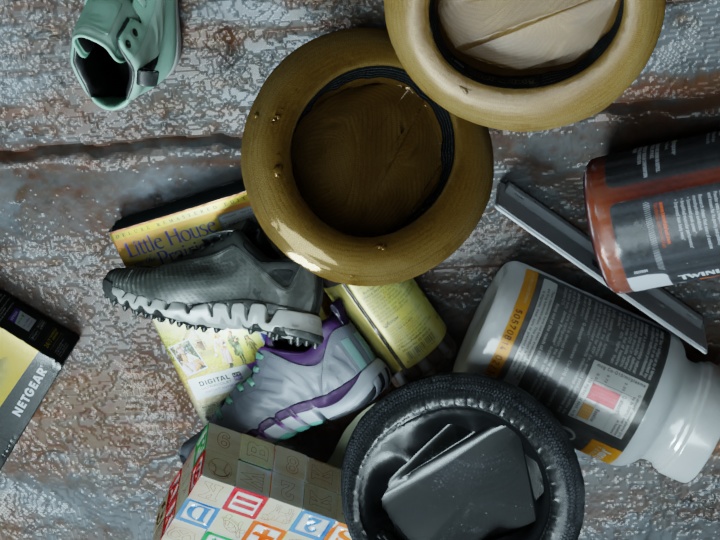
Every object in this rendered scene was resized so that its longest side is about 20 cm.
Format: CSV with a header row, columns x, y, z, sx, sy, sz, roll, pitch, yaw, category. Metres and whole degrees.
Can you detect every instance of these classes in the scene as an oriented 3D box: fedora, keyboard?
x,y,z,sx,sy,sz,roll,pitch,yaw,category
0.087,0.162,1.477,0.200,0.092,0.201,3,98,26,fedora
-0.001,-0.078,1.444,0.200,0.201,0.082,34,159,-7,fedora
0.119,-0.198,1.396,0.200,0.082,0.201,4,117,8,fedora
0.186,-0.002,1.497,0.200,0.056,0.011,34,117,-7,keyboard

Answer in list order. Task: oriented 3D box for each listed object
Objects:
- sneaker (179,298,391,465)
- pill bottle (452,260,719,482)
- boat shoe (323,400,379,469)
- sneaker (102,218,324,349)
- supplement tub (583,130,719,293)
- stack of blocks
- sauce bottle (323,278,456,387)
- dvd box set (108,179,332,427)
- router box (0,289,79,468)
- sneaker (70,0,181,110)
x,y,z,sx,sy,sz,roll,pitch,yaw,category
-0.073,0.092,1.558,0.200,0.074,0.088,-26,96,24,sneaker
0.180,0.082,1.507,0.200,0.116,0.117,25,118,-1,pill bottle
0.014,0.160,1.602,0.071,0.063,0.200,52,122,15,boat shoe
-0.110,0.003,1.519,0.200,0.066,0.091,8,83,29,sneaker
0.270,-0.050,1.428,0.200,0.107,0.107,-11,114,17,supplement tub
-0.054,0.208,1.553,0.200,0.059,0.115,20,129,-14,stack of blocks
0.000,0.000,1.530,0.065,0.065,0.200,-26,109,22,sauce bottle
-0.099,0.029,1.583,0.146,0.029,0.200,-17,113,19,dvd box set
-0.354,0.098,1.655,0.157,0.052,0.200,31,118,-5,router box
-0.175,-0.217,1.425,0.074,0.118,0.201,0,115,13,sneaker
